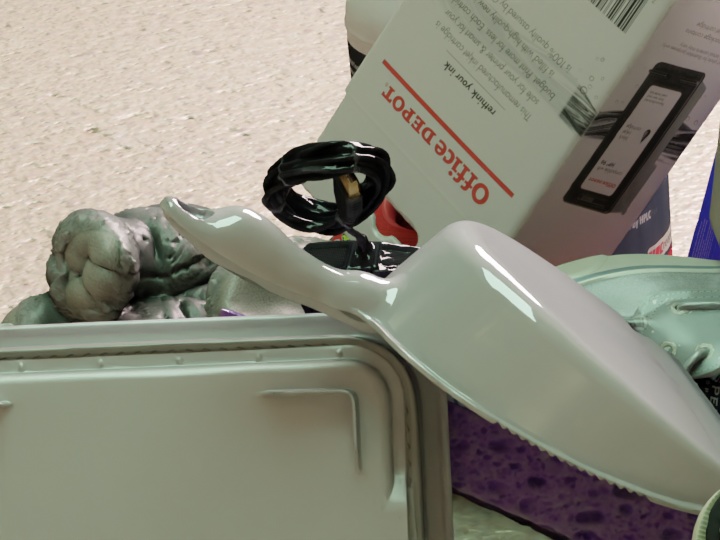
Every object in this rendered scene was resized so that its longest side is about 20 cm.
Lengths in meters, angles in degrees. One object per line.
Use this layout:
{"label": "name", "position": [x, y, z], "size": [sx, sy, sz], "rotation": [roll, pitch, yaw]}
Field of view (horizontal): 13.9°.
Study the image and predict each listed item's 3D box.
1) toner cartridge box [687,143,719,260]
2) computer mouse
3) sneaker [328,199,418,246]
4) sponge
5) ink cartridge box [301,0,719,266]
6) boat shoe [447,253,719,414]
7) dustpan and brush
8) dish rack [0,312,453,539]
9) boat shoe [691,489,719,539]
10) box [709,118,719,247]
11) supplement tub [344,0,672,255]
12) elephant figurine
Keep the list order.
{"label": "toner cartridge box", "position": [0.173, -0.034, 1.201], "size": [0.043, 0.200, 0.095], "rotation": [10, 20, -7]}
{"label": "computer mouse", "position": [0.000, 0.000, 1.027], "size": [0.059, 0.034, 0.200], "rotation": [3, -17, 10]}
{"label": "sneaker", "position": [0.053, 0.018, 1.212], "size": [0.200, 0.077, 0.085], "rotation": [30, 83, 42]}
{"label": "sponge", "position": [0.041, 0.067, 1.038], "size": [0.200, 0.030, 0.112], "rotation": [23, -4, 3]}
{"label": "ink cartridge box", "position": [0.074, -0.080, 1.180], "size": [0.068, 0.200, 0.116], "rotation": [12, 29, -47]}
{"label": "boat shoe", "position": [0.132, 0.034, 1.088], "size": [0.201, 0.070, 0.072], "rotation": [-6, 20, -6]}
{"label": "dustpan and brush", "position": [0.028, 0.017, 0.946], "size": [0.057, 0.200, 0.140], "rotation": [-50, 22, 10]}
{"label": "dish rack", "position": [-0.070, 0.100, 0.963], "size": [0.200, 0.172, 0.044], "rotation": [-3, -5, 5]}
{"label": "boat shoe", "position": [0.155, 0.133, 0.819], "size": [0.074, 0.066, 0.199], "rotation": [-19, 66, -8]}
{"label": "box", "position": [0.201, -0.024, 1.016], "size": [0.128, 0.109, 0.200], "rotation": [4, 22, -4]}
{"label": "supplement tub", "position": [0.067, -0.072, 1.326], "size": [0.140, 0.200, 0.140], "rotation": [-5, 22, 2]}
{"label": "elephant figurine", "position": [-0.033, 0.057, 1.162], "size": [0.200, 0.155, 0.142], "rotation": [22, -8, 22]}
